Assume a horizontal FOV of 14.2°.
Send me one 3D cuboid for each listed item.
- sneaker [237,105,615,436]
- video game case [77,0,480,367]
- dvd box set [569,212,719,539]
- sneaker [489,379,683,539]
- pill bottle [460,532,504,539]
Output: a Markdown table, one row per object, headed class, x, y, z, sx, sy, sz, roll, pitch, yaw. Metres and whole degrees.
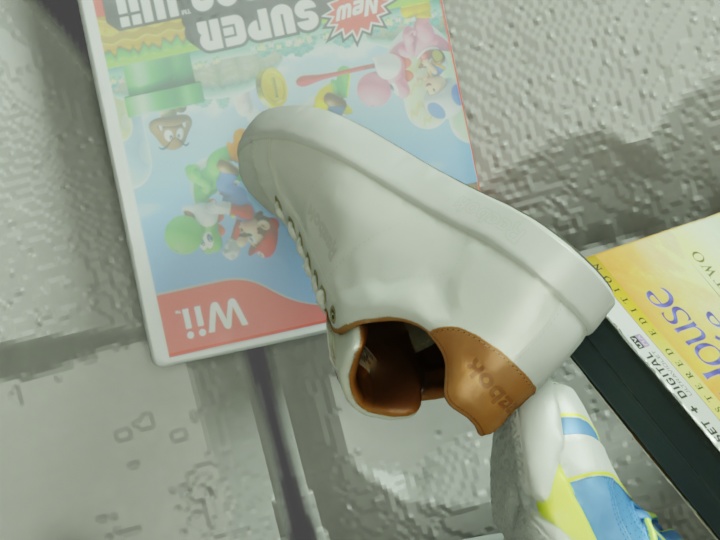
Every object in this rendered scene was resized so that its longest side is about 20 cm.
| class | x | y | z | sx | sy | sz | roll | pitch | yaw |
| --- | --- | --- | --- | --- | --- | --- | --- | --- | --- |
| sneaker | 0.000 | 0.000 | 1.047 | 0.085 | 0.200 | 0.073 | -52 | 127 | -7 |
| video game case | -0.033 | -0.074 | 1.145 | 0.142 | 0.017 | 0.201 | -12 | 93 | -5 |
| dvd box set | 0.178 | 0.035 | 1.075 | 0.199 | 0.029 | 0.147 | -16 | 59 | -40 |
| sneaker | 0.113 | 0.128 | 1.030 | 0.104 | 0.076 | 0.201 | -14 | 93 | -10 |
| pill bottle | 0.077 | 0.204 | 1.113 | 0.113 | 0.114 | 0.201 | -7 | 93 | -5 |
